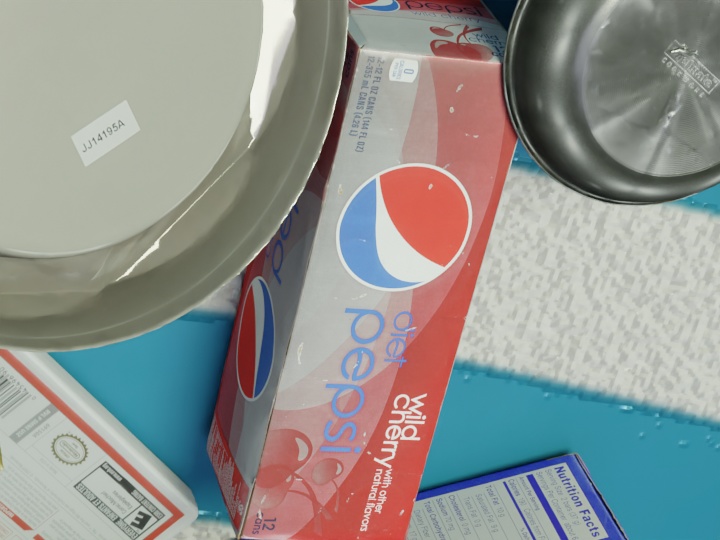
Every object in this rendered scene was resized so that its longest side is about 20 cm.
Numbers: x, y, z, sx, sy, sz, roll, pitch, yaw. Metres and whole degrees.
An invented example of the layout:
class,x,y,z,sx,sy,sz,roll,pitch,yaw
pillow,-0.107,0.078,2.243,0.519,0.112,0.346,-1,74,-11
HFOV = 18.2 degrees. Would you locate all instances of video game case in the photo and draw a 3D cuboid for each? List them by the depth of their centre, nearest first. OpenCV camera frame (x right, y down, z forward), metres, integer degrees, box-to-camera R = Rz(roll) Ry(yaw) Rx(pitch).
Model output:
class,x,y,z,sx,sy,sz,roll,pitch,yaw
video game case,-0.180,0.108,0.849,0.200,0.017,0.143,-38,123,7

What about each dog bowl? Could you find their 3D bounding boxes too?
class,x,y,z,sx,sy,sz,roll,pitch,yaw
dog bowl,-0.100,-0.078,0.701,0.199,0.059,0.202,-9,107,-32

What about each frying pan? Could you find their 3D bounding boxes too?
class,x,y,z,sx,sy,sz,roll,pitch,yaw
frying pan,0.137,-0.089,0.759,0.189,0.031,0.115,-28,120,-1

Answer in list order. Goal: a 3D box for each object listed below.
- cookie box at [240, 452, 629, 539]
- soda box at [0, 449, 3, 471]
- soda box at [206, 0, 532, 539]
class,x,y,z,sx,sy,sz,roll,pitch,yaw
cookie box,0.014,0.182,0.919,0.198,0.075,0.172,-13,122,-8
soda box,-0.197,-0.006,0.737,0.067,0.064,0.201,-29,117,2
soda box,0.000,0.000,0.814,0.069,0.064,0.201,4,119,-21
